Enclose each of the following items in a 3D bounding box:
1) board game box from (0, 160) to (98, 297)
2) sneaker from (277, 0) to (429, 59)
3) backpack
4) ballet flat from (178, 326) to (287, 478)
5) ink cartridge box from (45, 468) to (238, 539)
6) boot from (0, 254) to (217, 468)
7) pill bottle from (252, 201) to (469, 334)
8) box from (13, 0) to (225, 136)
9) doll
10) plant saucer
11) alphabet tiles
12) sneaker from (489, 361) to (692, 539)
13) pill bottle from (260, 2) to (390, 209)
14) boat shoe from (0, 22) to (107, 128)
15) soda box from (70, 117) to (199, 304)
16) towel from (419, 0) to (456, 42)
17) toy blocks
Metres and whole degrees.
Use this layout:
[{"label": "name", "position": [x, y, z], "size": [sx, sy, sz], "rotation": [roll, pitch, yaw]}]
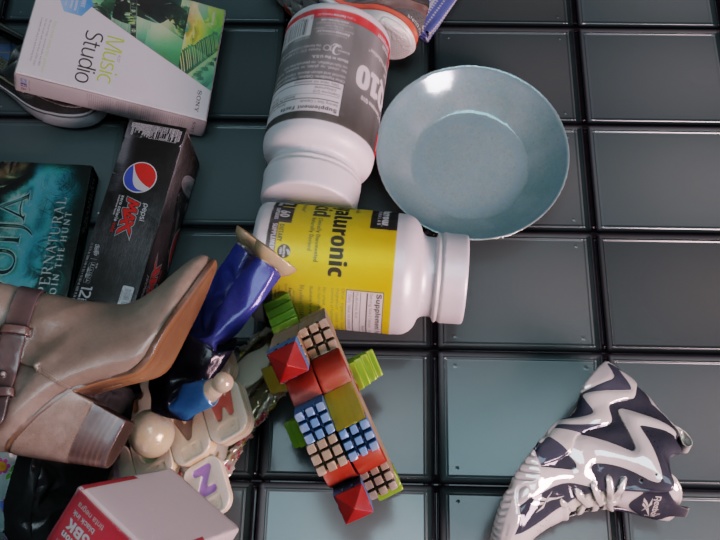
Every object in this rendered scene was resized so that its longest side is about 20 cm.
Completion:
[{"label": "board game box", "position": [-0.343, -0.013, 0.921], "size": [0.132, 0.028, 0.204], "rotation": [3, 66, 1]}, {"label": "sneaker", "position": [-0.013, -0.302, 1.018], "size": [0.197, 0.077, 0.083], "rotation": [29, 70, 10]}, {"label": "backpack", "position": [-0.306, 0.134, 0.789], "size": [0.196, 0.127, 0.170], "rotation": [16, 77, 24]}, {"label": "ballet flat", "position": [-0.124, 0.128, 0.837], "size": [0.075, 0.064, 0.202], "rotation": [29, 70, 12]}, {"label": "ink cartridge box", "position": [-0.199, 0.261, 0.700], "size": [0.082, 0.147, 0.202], "rotation": [34, 93, 17]}, {"label": "boot", "position": [-0.217, 0.048, 0.713], "size": [0.144, 0.071, 0.203], "rotation": [25, 68, 8]}, {"label": "pill bottle", "position": [0.000, 0.000, 0.866], "size": [0.195, 0.112, 0.114], "rotation": [5, 66, 2]}, {"label": "box", "position": [-0.248, -0.234, 0.983], "size": [0.196, 0.036, 0.148], "rotation": [12, 65, -15]}, {"label": "doll", "position": [-0.131, 0.066, 0.772], "size": [0.202, 0.048, 0.136], "rotation": [-56, 37, 0]}, {"label": "plant saucer", "position": [0.112, -0.115, 0.955], "size": [0.196, 0.039, 0.206], "rotation": [0, 66, 0]}, {"label": "alphabet tiles", "position": [-0.185, 0.139, 0.813], "size": [0.198, 0.015, 0.199], "rotation": [-31, 61, 14]}, {"label": "sneaker", "position": [0.208, 0.189, 0.796], "size": [0.129, 0.080, 0.199], "rotation": [34, 60, 23]}, {"label": "pill bottle", "position": [-0.035, -0.151, 0.932], "size": [0.111, 0.114, 0.204], "rotation": [7, 67, 4]}, {"label": "boat shoe", "position": [-0.358, -0.215, 0.995], "size": [0.197, 0.057, 0.069], "rotation": [26, 69, 12]}, {"label": "soda box", "position": [-0.216, -0.041, 0.908], "size": [0.062, 0.071, 0.204], "rotation": [9, 66, 6]}, {"label": "towel", "position": [0.029, -0.357, 1.075], "size": [0.197, 0.024, 0.146], "rotation": [30, 68, 11]}, {"label": "toy blocks", "position": [-0.021, 0.118, 0.760], "size": [0.098, 0.137, 0.204], "rotation": [-24, 95, -1]}]
